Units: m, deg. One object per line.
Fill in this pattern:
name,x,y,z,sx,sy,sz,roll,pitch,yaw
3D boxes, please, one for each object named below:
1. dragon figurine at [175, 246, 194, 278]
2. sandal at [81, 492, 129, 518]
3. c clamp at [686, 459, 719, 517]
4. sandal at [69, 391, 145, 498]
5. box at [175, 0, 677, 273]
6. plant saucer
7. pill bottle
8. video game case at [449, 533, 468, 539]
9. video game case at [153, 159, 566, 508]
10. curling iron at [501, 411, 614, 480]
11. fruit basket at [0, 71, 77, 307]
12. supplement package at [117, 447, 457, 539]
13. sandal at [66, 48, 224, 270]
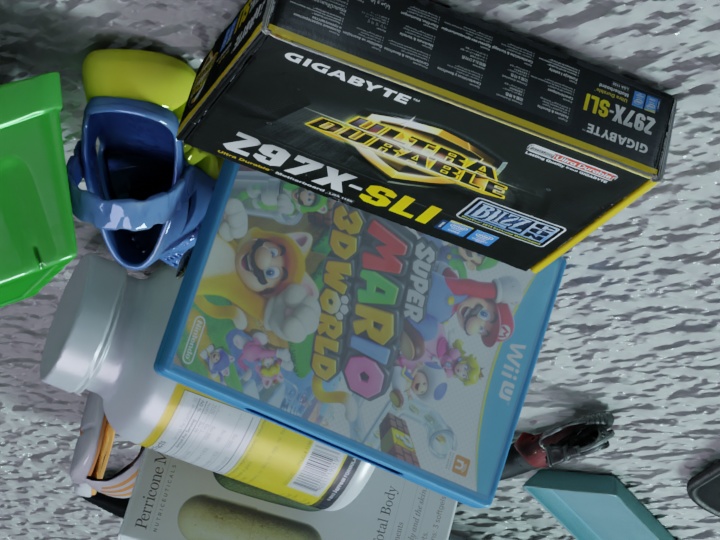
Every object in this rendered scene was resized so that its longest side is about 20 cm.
dragon figurine,0.000,0.000,1.457,0.099,0.059,0.200,-5,161,43
sandal,-0.135,0.177,2.058,0.200,0.048,0.075,14,165,42
c clamp,0.294,0.151,1.711,0.170,0.027,0.200,21,161,0
sandal,-0.164,0.120,1.889,0.059,0.080,0.207,14,168,-1
box,0.027,-0.071,1.292,0.199,0.050,0.160,20,161,-13
plant saucer,0.180,0.180,1.870,0.070,0.019,0.200,3,155,29
pill bottle,-0.084,0.061,1.617,0.199,0.113,0.112,21,159,-15
video game case,0.052,0.242,1.920,0.182,0.200,0.023,23,116,-20
video game case,0.003,0.022,1.410,0.199,0.144,0.018,24,165,-23
curling iron,0.106,0.116,1.738,0.049,0.026,0.200,-17,176,-24
fruit basket,-0.241,-0.071,1.398,0.155,0.216,0.216,-21,166,-16
supplement package,-0.043,0.153,1.760,0.199,0.152,0.151,15,157,1
sandal,-0.113,-0.039,1.421,0.079,0.087,0.200,8,160,14
